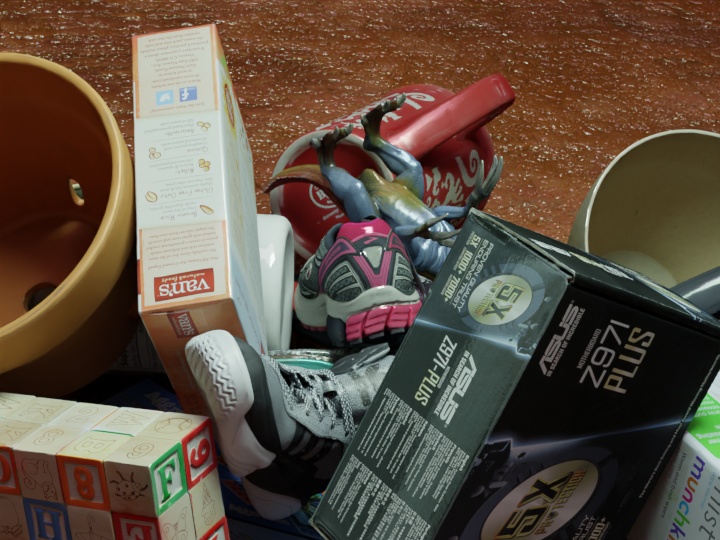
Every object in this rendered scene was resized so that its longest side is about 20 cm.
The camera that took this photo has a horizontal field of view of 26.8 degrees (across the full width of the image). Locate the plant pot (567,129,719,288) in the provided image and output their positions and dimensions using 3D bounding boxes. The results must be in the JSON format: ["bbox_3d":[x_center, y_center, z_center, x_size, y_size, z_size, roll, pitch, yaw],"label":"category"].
[{"bbox_3d":[0.236,0.011,1.159,0.199,0.134,0.202,5,70,-15],"label":"plant pot"}]

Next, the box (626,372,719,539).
[{"bbox_3d":[0.250,0.117,0.950,0.199,0.097,0.177,-3,29,-27],"label":"box"}]

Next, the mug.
[{"bbox_3d":[0.023,-0.093,1.216,0.133,0.178,0.200,28,22,16],"label":"mug"}]

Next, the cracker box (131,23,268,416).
[{"bbox_3d":[-0.097,-0.028,0.916,0.057,0.134,0.201,-9,57,2],"label":"cracker box"}]

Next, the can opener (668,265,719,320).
[{"bbox_3d":[0.187,0.039,1.024,0.199,0.079,0.063,-24,-8,10],"label":"can opener"}]

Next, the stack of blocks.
[{"bbox_3d":[-0.171,0.133,0.815,0.199,0.116,0.059,4,22,27],"label":"stack of blocks"}]

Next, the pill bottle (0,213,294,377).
[{"bbox_3d":[-0.148,0.015,1.038,0.199,0.115,0.115,3,27,3],"label":"pill bottle"}]

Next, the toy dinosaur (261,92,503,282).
[{"bbox_3d":[0.046,-0.032,1.075,0.105,0.200,0.182,-29,89,-32],"label":"toy dinosaur"}]

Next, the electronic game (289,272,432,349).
[{"bbox_3d":[0.033,0.020,1.140,0.198,0.042,0.200,-2,16,0],"label":"electronic game"}]

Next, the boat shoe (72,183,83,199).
[{"bbox_3d":[-0.270,-0.012,1.103,0.073,0.063,0.200,29,32,29],"label":"boat shoe"}]

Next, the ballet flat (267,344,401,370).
[{"bbox_3d":[0.000,0.080,0.967,0.199,0.072,0.072,-3,28,2],"label":"ballet flat"}]

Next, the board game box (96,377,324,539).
[{"bbox_3d":[-0.097,0.135,0.947,0.199,0.020,0.103,27,33,27],"label":"board game box"}]

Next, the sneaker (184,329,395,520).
[{"bbox_3d":[-0.027,0.071,0.849,0.113,0.200,0.076,-23,64,-5],"label":"sneaker"}]

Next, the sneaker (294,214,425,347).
[{"bbox_3d":[0.000,0.000,1.011,0.080,0.075,0.200,-11,5,-12],"label":"sneaker"}]

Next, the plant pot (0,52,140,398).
[{"bbox_3d":[-0.216,-0.009,0.915,0.199,0.140,0.201,-6,60,10],"label":"plant pot"}]

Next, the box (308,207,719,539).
[{"bbox_3d":[0.093,0.087,0.842,0.163,0.201,0.086,18,13,-44],"label":"box"}]
